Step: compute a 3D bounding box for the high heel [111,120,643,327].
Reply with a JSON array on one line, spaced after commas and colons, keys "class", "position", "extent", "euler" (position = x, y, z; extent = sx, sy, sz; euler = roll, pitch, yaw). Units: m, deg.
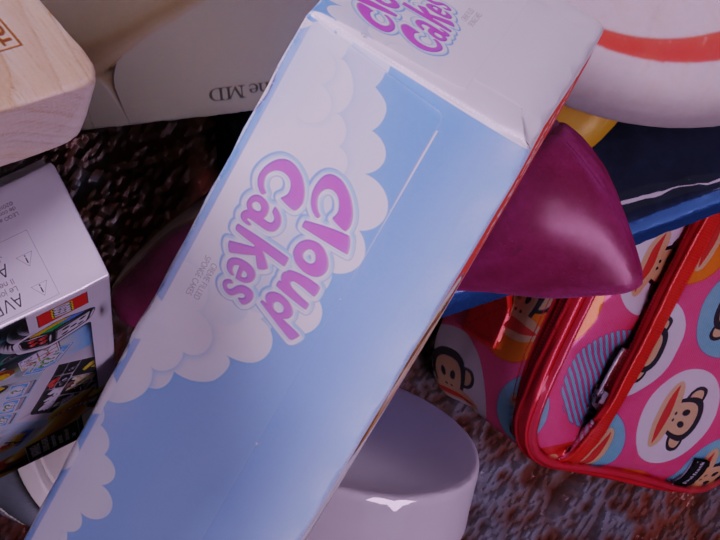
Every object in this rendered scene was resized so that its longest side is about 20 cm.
[{"class": "high heel", "position": [0.000, 0.000, 0.848], "extent": [0.200, 0.096, 0.067], "euler": [-33, -175, 40]}]

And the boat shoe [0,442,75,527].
[{"class": "boat shoe", "position": [-0.135, 0.026, 0.841], "extent": [0.062, 0.073, 0.200], "euler": [-9, 147, 12]}]

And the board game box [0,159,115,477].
[{"class": "board game box", "position": [-0.126, 0.036, 0.691], "extent": [0.126, 0.035, 0.200], "euler": [-26, 171, -9]}]

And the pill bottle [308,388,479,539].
[{"class": "pill bottle", "position": [-0.027, 0.144, 0.976], "extent": [0.113, 0.113, 0.200], "euler": [-8, 122, -43]}]

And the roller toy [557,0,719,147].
[{"class": "roller toy", "position": [0.095, -0.140, 0.825], "extent": [0.200, 0.140, 0.183], "euler": [-17, 105, 8]}]

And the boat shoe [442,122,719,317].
[{"class": "boat shoe", "position": [0.052, -0.029, 0.948], "extent": [0.200, 0.069, 0.084], "euler": [-20, 174, -7]}]

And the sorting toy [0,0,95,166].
[{"class": "sorting toy", "position": [-0.199, -0.056, 0.603], "extent": [0.199, 0.200, 0.070], "euler": [-22, 148, -35]}]

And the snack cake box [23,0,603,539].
[{"class": "snack cake box", "position": [-0.016, 0.012, 0.736], "extent": [0.200, 0.067, 0.115], "euler": [-60, 176, 24]}]

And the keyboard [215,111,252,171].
[{"class": "keyboard", "position": [0.034, -0.084, 0.937], "extent": [0.200, 0.040, 0.104], "euler": [-42, 140, -17]}]

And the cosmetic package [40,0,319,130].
[{"class": "cosmetic package", "position": [-0.058, -0.143, 0.745], "extent": [0.103, 0.073, 0.200], "euler": [-8, 127, -3]}]

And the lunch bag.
[{"class": "lunch bag", "position": [0.116, -0.018, 1.042], "extent": [0.176, 0.082, 0.200], "euler": [15, 105, -45]}]
